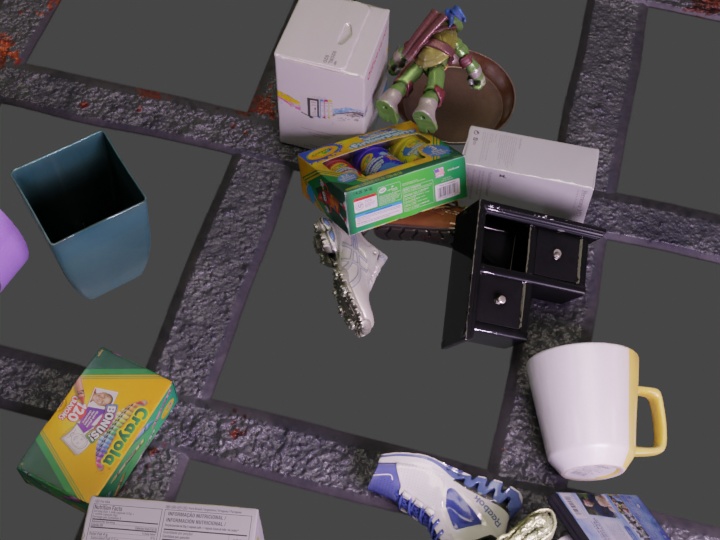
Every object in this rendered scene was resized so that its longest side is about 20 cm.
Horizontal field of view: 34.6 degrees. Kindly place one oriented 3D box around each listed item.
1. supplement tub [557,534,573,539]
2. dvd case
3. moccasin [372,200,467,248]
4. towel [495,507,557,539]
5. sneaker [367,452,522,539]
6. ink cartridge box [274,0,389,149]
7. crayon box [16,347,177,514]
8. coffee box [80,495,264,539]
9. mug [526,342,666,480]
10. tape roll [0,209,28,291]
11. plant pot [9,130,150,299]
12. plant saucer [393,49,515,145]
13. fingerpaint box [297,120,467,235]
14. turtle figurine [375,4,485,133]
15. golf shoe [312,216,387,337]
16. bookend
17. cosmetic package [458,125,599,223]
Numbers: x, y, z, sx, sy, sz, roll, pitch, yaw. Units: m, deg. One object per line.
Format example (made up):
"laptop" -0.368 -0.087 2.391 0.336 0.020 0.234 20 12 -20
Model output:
"supplement tub" 0.275 0.428 1.363 0.140 0.141 0.200 -36 64 -21
"dvd case" 0.324 0.332 1.412 0.199 0.018 0.143 14 34 -46
"moccasin" 0.120 -0.077 1.727 0.200 0.074 0.078 5 65 14
"towel" 0.155 0.370 1.386 0.199 0.149 0.037 -36 63 -14
"sneaker" 0.101 0.311 1.471 0.198 0.081 0.116 15 56 7
"ink cartridge box" -0.042 -0.299 1.784 0.144 0.201 0.148 14 58 8
"crayon box" -0.346 0.215 1.538 0.118 0.058 0.201 23 60 13
"coffee box" -0.219 0.394 1.343 0.198 0.200 0.199 3 57 2
"mug" 0.316 0.190 1.519 0.185 0.150 0.154 -3 65 5
"tape roll" -0.566 -0.054 1.622 0.199 0.201 0.066 25 61 14
"plant pot" -0.379 -0.059 1.627 0.141 0.201 0.142 -27 61 -18
"plant saucer" 0.150 -0.275 1.871 0.198 0.035 0.202 1 58 -1
"fingerpaint box" 0.031 -0.142 1.709 0.199 0.074 0.167 -18 32 -20
"turtle figurine" 0.111 -0.292 1.791 0.143 0.200 0.195 33 65 -8
"golf shoe" 0.000 0.000 1.673 0.096 0.079 0.201 -11 59 -15
"bookend" 0.229 0.025 1.625 0.197 0.092 0.202 13 75 -14
"cosmetic package" 0.250 -0.138 1.741 0.198 0.113 0.082 12 58 9
